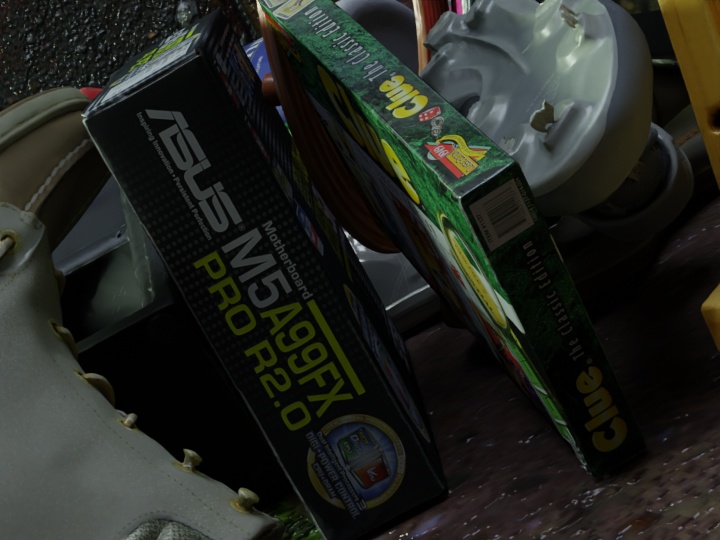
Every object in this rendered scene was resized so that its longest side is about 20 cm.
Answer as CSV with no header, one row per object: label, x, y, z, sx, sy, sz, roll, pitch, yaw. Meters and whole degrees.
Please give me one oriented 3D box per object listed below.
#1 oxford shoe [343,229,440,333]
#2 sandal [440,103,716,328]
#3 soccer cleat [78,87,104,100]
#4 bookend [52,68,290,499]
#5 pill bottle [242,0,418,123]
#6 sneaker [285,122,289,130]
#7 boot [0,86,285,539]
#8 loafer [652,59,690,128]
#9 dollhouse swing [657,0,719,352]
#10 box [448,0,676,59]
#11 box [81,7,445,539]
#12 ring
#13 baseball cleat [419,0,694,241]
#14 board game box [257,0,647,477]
oxford shoe,0.000,0.000,0.834,0.199,0.058,0.075,-27,8,-3
sandal,0.093,-0.034,0.759,0.200,0.054,0.080,-38,14,-37
soccer cleat,-0.153,-0.054,1.028,0.085,0.069,0.200,-11,-6,-2
bookend,-0.146,0.041,0.752,0.198,0.092,0.200,-28,31,5
pill bottle,-0.045,-0.086,1.173,0.199,0.116,0.116,-19,15,45
sneaker,-0.026,-0.031,0.964,0.074,0.084,0.200,-31,12,-15
boot,-0.089,0.041,0.589,0.200,0.154,0.072,-56,-9,-40
loafer,0.097,-0.075,0.933,0.063,0.072,0.200,-15,11,-26
dollhouse swing,0.173,-0.088,0.550,0.199,0.183,0.175,-21,-7,32
box,0.139,-0.151,0.854,0.198,0.107,0.122,-2,11,0
box,-0.032,-0.008,0.681,0.044,0.161,0.200,-29,10,4
ring,-0.004,-0.106,0.769,0.019,0.202,0.200,-8,19,23
baseball cleat,0.078,-0.047,0.629,0.070,0.106,0.200,-52,16,10
board game box,0.023,-0.023,0.608,0.023,0.105,0.200,-29,29,-6
